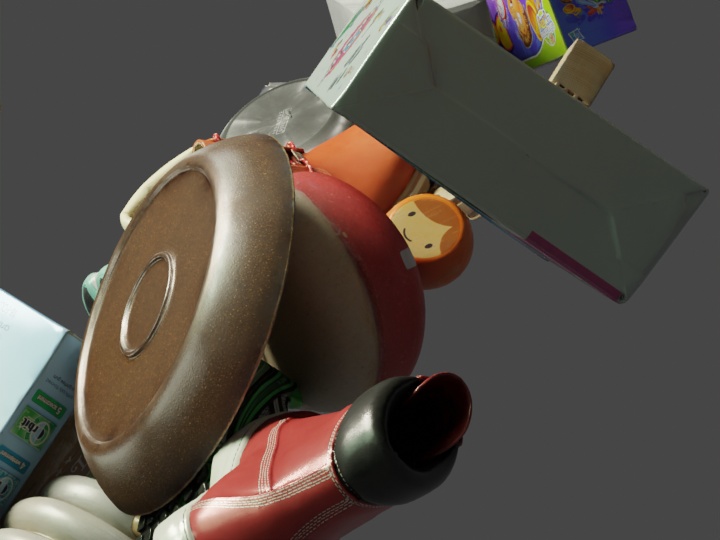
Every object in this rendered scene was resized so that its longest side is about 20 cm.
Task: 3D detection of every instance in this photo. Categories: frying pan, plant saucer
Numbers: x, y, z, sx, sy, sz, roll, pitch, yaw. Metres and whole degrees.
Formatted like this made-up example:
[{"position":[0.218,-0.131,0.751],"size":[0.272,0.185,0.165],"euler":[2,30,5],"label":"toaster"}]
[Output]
[{"position":[-0.016,-0.078,1.744],"size":[0.190,0.031,0.115],"euler":[6,48,42],"label":"frying pan"},{"position":[-0.094,0.021,1.421],"size":[0.200,0.032,0.201],"euler":[-49,29,40],"label":"plant saucer"}]

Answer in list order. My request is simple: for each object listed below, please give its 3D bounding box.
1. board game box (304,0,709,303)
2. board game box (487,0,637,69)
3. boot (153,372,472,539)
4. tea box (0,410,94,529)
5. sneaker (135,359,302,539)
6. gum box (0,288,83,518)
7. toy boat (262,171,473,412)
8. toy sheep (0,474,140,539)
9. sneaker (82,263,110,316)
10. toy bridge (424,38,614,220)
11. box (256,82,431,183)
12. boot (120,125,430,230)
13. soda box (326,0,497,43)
[{"position":[0.057,-0.058,1.247],"size":[0.064,0.147,0.200],"euler":[-55,7,3],"label":"board game box"},{"position":[0.084,-0.181,1.660],"size":[0.045,0.135,0.200],"euler":[-21,2,-15],"label":"board game box"},{"position":[-0.001,0.084,1.305],"size":[0.144,0.073,0.200],"euler":[-33,3,16],"label":"boot"},{"position":[-0.200,0.144,1.632],"size":[0.200,0.133,0.197],"euler":[-54,-29,-3],"label":"tea box"},{"position":[-0.058,0.112,1.412],"size":[0.078,0.085,0.200],"euler":[-51,26,40],"label":"sneaker"},{"position":[-0.255,0.088,1.535],"size":[0.200,0.170,0.045],"euler":[-57,-36,-6],"label":"gum box"},{"position":[0.000,0.000,1.538],"size":[0.130,0.131,0.200],"euler":[-24,3,-9],"label":"toy boat"},{"position":[-0.146,0.180,1.476],"size":[0.200,0.138,0.138],"euler":[-52,6,-26],"label":"toy sheep"},{"position":[-0.079,-0.001,1.941],"size":[0.199,0.078,0.140],"euler":[2,31,31],"label":"sneaker"},{"position":[0.078,-0.062,1.601],"size":[0.067,0.027,0.200],"euler":[-58,7,-26],"label":"toy bridge"},{"position":[-0.028,-0.037,1.762],"size":[0.161,0.049,0.200],"euler":[0,44,36],"label":"box"},{"position":[-0.045,-0.047,1.655],"size":[0.200,0.107,0.075],"euler":[-36,34,-13],"label":"boot"},{"position":[0.031,-0.128,1.649],"size":[0.063,0.068,0.200],"euler":[-17,13,-6],"label":"soda box"}]
